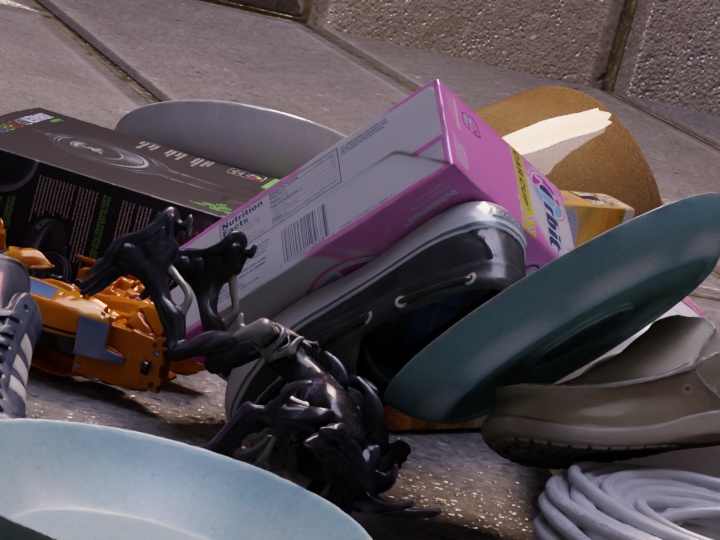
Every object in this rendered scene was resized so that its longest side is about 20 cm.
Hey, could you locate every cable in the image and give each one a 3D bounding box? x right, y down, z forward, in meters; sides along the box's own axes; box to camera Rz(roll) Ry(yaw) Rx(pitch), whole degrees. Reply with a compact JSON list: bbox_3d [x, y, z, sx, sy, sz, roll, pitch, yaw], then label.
[{"bbox_3d":[0.178,0.150,1.339,0.199,0.070,0.199,20,11,34],"label":"cable"}]

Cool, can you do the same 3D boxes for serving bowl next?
[{"bbox_3d":[-0.074,-0.042,1.871,0.198,0.066,0.200,10,-20,4],"label":"serving bowl"}]

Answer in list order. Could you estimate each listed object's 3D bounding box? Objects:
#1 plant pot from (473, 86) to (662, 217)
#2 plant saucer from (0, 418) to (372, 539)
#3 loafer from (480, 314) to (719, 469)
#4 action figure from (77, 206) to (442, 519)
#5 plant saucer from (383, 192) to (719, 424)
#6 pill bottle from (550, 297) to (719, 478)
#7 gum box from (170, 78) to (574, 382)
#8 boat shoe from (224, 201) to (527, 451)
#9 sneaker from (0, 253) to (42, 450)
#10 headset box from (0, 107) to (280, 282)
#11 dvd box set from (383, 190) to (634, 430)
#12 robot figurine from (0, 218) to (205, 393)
[{"bbox_3d":[0.062,-0.010,1.782,0.199,0.188,0.186,-14,27,-40],"label":"plant pot"},{"bbox_3d":[-0.093,0.115,1.224,0.199,0.039,0.201,15,11,-3],"label":"plant saucer"},{"bbox_3d":[0.149,0.059,1.418,0.199,0.069,0.076,-3,-11,-26],"label":"loafer"},{"bbox_3d":[-0.050,0.068,1.381,0.200,0.102,0.119,50,17,23],"label":"action figure"},{"bbox_3d":[0.104,0.025,1.405,0.028,0.200,0.200,59,24,11],"label":"plant saucer"},{"bbox_3d":[0.153,0.075,1.565,0.113,0.114,0.200,15,11,0],"label":"pill bottle"},{"bbox_3d":[0.000,0.000,1.486,0.113,0.199,0.066,39,30,-38],"label":"gum box"},{"bbox_3d":[0.005,0.039,1.435,0.068,0.200,0.057,33,32,-32],"label":"boat shoe"},{"bbox_3d":[-0.191,0.038,1.362,0.074,0.085,0.200,13,11,-11],"label":"sneaker"},{"bbox_3d":[-0.142,-0.022,1.717,0.199,0.093,0.174,17,11,9],"label":"headset box"},{"bbox_3d":[0.072,0.022,1.637,0.029,0.147,0.199,28,16,37],"label":"dvd box set"},{"bbox_3d":[-0.180,0.015,1.562,0.199,0.059,0.145,18,10,15],"label":"robot figurine"}]
